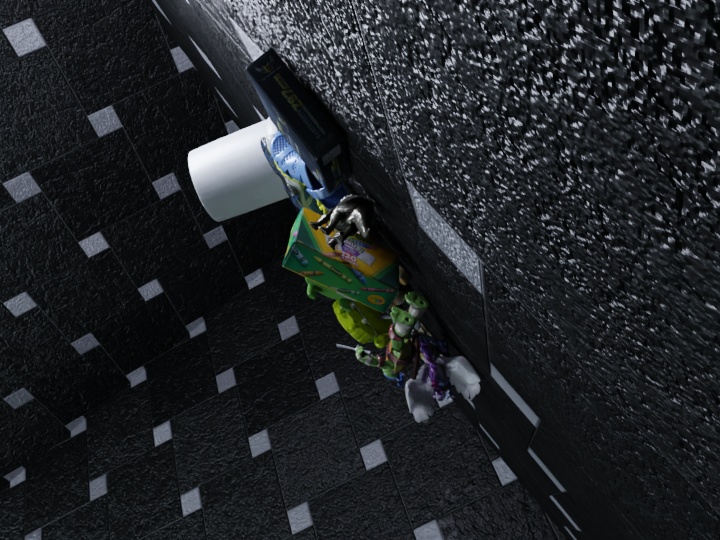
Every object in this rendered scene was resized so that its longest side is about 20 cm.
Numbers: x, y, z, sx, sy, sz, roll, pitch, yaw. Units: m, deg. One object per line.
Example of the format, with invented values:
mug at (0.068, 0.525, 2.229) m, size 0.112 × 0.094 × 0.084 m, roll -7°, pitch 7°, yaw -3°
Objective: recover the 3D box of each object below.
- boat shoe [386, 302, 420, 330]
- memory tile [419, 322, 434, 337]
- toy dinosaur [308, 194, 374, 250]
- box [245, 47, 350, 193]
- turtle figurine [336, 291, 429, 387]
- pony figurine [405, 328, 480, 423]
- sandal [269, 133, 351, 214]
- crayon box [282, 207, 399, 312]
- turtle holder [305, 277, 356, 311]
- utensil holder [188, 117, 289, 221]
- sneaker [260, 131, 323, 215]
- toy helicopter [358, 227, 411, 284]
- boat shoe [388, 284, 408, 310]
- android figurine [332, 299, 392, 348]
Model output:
boat shoe at (0.086, 0.069, 1.561) m, size 0.201 × 0.074 × 0.065 m, roll 52°, pitch -155°, yaw 13°
memory tile at (0.217, 0.219, 1.704) m, size 0.201 × 0.017 × 0.154 m, roll 51°, pitch 177°, yaw 26°
toy dinosaur at (-0.018, -0.087, 1.001) m, size 0.077 × 0.102 × 0.200 m, roll 44°, pitch 169°, yaw -8°
box at (-0.083, -0.205, 0.901) m, size 0.158 × 0.051 × 0.200 m, roll 53°, pitch 177°, yaw 5°
turtle figurine at (0.050, 0.124, 1.292) m, size 0.201 × 0.142 × 0.195 m, roll 62°, pitch 144°, yaw 36°
pony figurine at (0.168, 0.225, 1.389) m, size 0.195 × 0.165 × 0.200 m, roll 67°, pitch -172°, yaw 24°
sandal at (-0.086, -0.178, 1.110) m, size 0.200 × 0.080 × 0.087 m, roll 42°, pitch 172°, yaw 15°
crayon box at (-0.030, -0.019, 1.090) m, size 0.198 × 0.059 × 0.119 m, roll 25°, pitch -149°, yaw -13°
turtle holder at (-0.054, -0.010, 1.316) m, size 0.183 × 0.133 × 0.141 m, roll 13°, pitch 153°, yaw 0°
utensil holder at (-0.237, -0.209, 1.320) m, size 0.170 × 0.197 × 0.172 m, roll -20°, pitch -90°, yaw -85°
sneaker at (-0.111, -0.178, 1.196) m, size 0.202 × 0.076 × 0.076 m, roll 61°, pitch 168°, yaw -10°
toy helicopter at (0.022, -0.046, 1.205) m, size 0.200 × 0.079 × 0.132 m, roll 41°, pitch 168°, yaw -3°
boat shoe at (0.072, 0.036, 1.366) m, size 0.071 × 0.077 × 0.200 m, roll 17°, pitch 161°, yaw 8°
android figurine at (0.006, 0.108, 1.484) m, size 0.183 × 0.041 × 0.199 m, roll 53°, pitch -159°, yaw 18°
